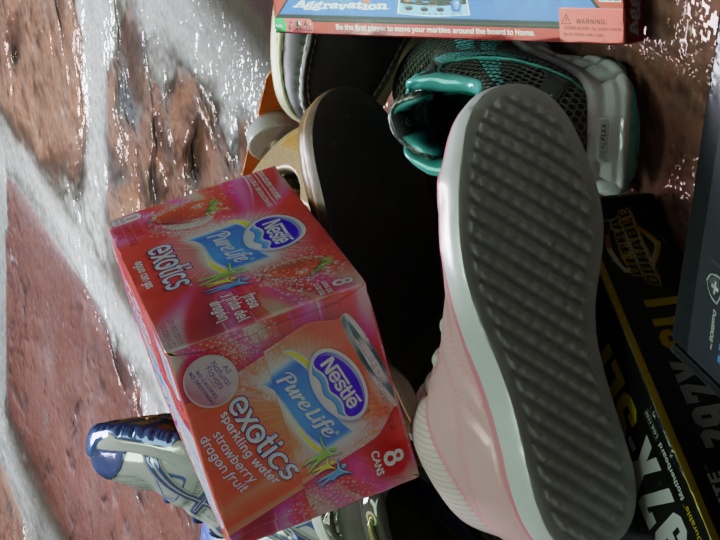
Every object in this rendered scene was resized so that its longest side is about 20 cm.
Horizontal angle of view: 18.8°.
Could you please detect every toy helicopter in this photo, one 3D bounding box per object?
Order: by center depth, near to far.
[{"bbox_3d":[-0.018,-0.074,1.181,0.200,0.079,0.132,-61,34,17],"label":"toy helicopter"}]

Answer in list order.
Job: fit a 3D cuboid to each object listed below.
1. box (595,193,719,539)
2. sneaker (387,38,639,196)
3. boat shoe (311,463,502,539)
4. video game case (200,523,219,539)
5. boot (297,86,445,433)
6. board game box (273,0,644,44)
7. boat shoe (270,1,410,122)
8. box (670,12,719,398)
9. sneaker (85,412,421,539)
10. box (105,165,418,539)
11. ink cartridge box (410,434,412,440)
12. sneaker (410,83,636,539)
[{"bbox_3d":[0.119,0.090,0.974,0.160,0.049,0.201,119,138,-53],"label":"box"},{"bbox_3d":[0.049,-0.080,1.027,0.200,0.091,0.078,-158,65,-65],"label":"sneaker"},{"bbox_3d":[0.055,0.167,1.031,0.202,0.072,0.060,51,157,-15],"label":"boat shoe"},{"bbox_3d":[-0.059,0.231,1.445,0.181,0.045,0.201,-121,32,-46],"label":"video game case"},{"bbox_3d":[0.000,0.000,1.099,0.075,0.074,0.201,9,127,46],"label":"boot"},{"bbox_3d":[0.039,-0.159,1.000,0.199,0.019,0.103,6,104,37],"label":"board game box"},{"bbox_3d":[0.011,-0.158,1.072,0.065,0.073,0.201,43,120,56],"label":"boat shoe"},{"bbox_3d":[0.190,-0.012,0.772,0.199,0.049,0.201,-129,37,-53],"label":"box"},{"bbox_3d":[-0.054,0.123,1.104,0.199,0.075,0.089,8,100,24],"label":"sneaker"},{"bbox_3d":[-0.051,0.034,1.030,0.200,0.094,0.103,-129,22,-68],"label":"box"},{"bbox_3d":[0.004,0.037,1.235,0.176,0.045,0.201,-31,68,47],"label":"ink cartridge box"},{"bbox_3d":[0.056,0.024,0.941,0.105,0.075,0.201,-7,93,63],"label":"sneaker"}]
